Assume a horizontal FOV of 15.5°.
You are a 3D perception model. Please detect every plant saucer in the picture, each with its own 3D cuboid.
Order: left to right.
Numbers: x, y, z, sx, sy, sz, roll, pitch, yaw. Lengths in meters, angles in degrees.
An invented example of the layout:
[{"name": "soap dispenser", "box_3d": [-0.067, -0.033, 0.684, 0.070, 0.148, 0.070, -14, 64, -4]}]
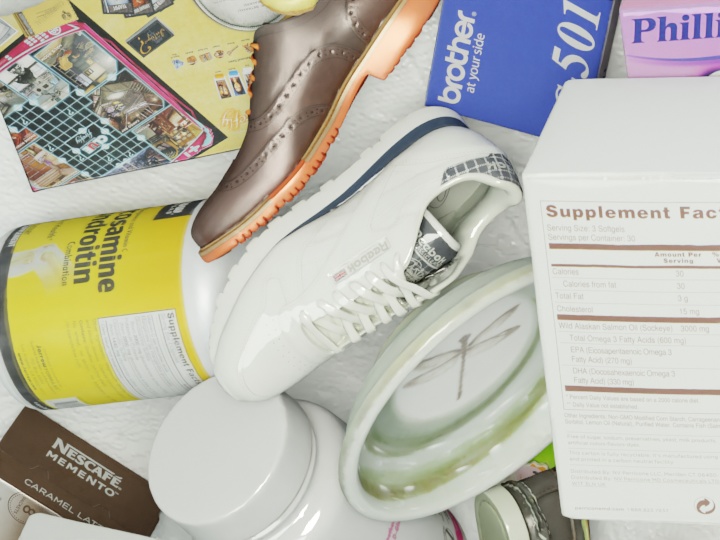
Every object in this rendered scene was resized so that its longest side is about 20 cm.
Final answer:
[{"name": "plant saucer", "box_3d": [0.062, 0.054, 1.473, 0.050, 0.199, 0.201, 50, 127, 30]}]

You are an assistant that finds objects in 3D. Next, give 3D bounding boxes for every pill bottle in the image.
[{"name": "pill bottle", "box_3d": [-0.112, 0.018, 1.543, 0.199, 0.112, 0.113, -8, 115, 20]}, {"name": "pill bottle", "box_3d": [-0.030, 0.145, 1.539, 0.113, 0.114, 0.200, -20, 142, 25]}]

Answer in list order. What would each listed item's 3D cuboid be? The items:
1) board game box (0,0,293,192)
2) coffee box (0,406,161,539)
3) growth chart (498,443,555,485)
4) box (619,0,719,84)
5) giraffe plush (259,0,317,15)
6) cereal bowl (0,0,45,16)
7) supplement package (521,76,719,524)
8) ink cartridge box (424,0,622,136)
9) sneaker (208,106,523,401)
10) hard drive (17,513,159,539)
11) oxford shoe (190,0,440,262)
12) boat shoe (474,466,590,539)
[{"name": "board game box", "box_3d": [-0.120, -0.128, 1.512, 0.199, 0.035, 0.136, -10, 114, 21]}, {"name": "coffee box", "box_3d": [-0.220, 0.202, 1.693, 0.114, 0.080, 0.200, 32, 122, -3]}, {"name": "growth chart", "box_3d": [0.147, 0.084, 1.558, 0.199, 0.018, 0.145, 6, 120, 15]}, {"name": "box", "box_3d": [0.242, -0.071, 1.399, 0.175, 0.097, 0.201, -2, 116, 18]}, {"name": "giraffe plush", "box_3d": [-0.019, -0.210, 1.317, 0.162, 0.199, 0.173, 45, 126, 35]}, {"name": "cereal bowl", "box_3d": [-0.187, -0.238, 1.411, 0.200, 0.083, 0.201, 31, 127, 53]}, {"name": "supplement package", "box_3d": [0.158, 0.015, 1.346, 0.117, 0.117, 0.201, 1, 118, 18]}, {"name": "ink cartridge box", "box_3d": [0.098, -0.172, 1.417, 0.094, 0.044, 0.201, 15, 121, 10]}, {"name": "sneaker", "box_3d": [0.000, 0.000, 1.429, 0.200, 0.081, 0.076, -47, 134, 3]}, {"name": "hard drive", "box_3d": [-0.094, 0.206, 1.575, 0.132, 0.026, 0.200, 5, 153, 48]}, {"name": "oxford shoe", "box_3d": [-0.040, -0.096, 1.446, 0.072, 0.071, 0.200, 36, 89, -8]}, {"name": "boat shoe", "box_3d": [0.116, 0.203, 1.600, 0.060, 0.072, 0.202, -22, 131, -15]}]
